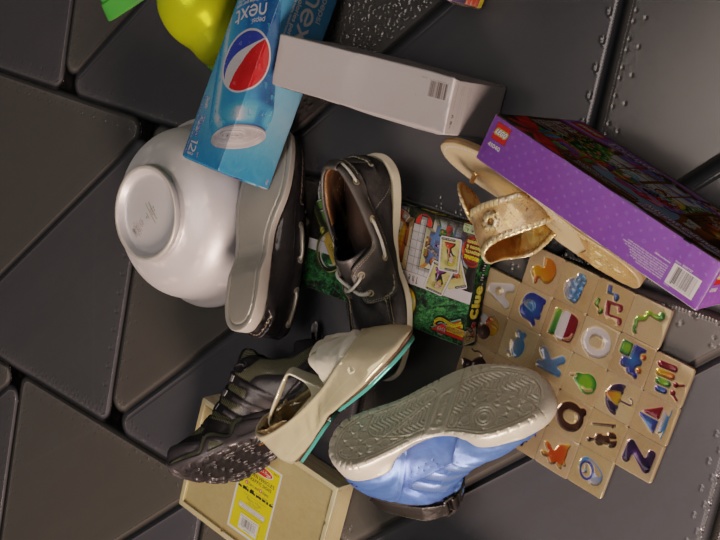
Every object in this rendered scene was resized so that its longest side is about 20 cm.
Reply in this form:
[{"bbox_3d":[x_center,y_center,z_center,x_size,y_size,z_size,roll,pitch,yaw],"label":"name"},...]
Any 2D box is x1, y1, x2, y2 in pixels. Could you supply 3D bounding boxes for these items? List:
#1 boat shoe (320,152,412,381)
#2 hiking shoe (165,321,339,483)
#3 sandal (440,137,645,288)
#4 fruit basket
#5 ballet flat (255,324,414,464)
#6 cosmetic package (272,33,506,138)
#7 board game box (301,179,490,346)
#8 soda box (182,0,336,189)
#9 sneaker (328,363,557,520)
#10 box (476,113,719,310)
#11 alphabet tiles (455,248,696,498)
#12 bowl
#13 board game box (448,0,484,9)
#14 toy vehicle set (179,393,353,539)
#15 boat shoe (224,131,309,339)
[{"bbox_3d":[0.000,0.000,0.973,0.071,0.067,0.204,-1,96,39],"label":"boat shoe"},{"bbox_3d":[-0.106,0.133,1.080,0.198,0.076,0.102,-28,54,8],"label":"hiking shoe"},{"bbox_3d":[0.126,-0.032,0.883,0.210,0.078,0.070,34,81,28],"label":"sandal"},{"bbox_3d":[-0.164,-0.308,1.098,0.212,0.157,0.218,12,137,12],"label":"fruit basket"},{"bbox_3d":[-0.030,0.098,0.953,0.200,0.069,0.070,-50,63,35],"label":"ballet flat"},{"bbox_3d":[0.022,-0.162,0.969,0.198,0.082,0.052,22,108,36],"label":"cosmetic package"},{"bbox_3d":[0.030,-0.011,1.005,0.198,0.023,0.107,19,106,39],"label":"board game box"},{"bbox_3d":[-0.094,-0.186,1.039,0.064,0.067,0.203,22,94,43],"label":"soda box"},{"bbox_3d":[0.082,0.152,0.944,0.197,0.112,0.078,-21,46,13],"label":"sneaker"},{"bbox_3d":[0.197,-0.048,0.799,0.199,0.136,0.040,39,116,30],"label":"box"},{"bbox_3d":[0.171,0.082,0.910,0.199,0.006,0.169,28,110,34],"label":"alphabet tiles"},{"bbox_3d":[-0.190,-0.060,1.139,0.199,0.090,0.205,2,93,38],"label":"bowl"},{"bbox_3d":[0.063,-0.349,0.942,0.164,0.056,0.203,32,111,34],"label":"board game box"},{"bbox_3d":[-0.100,0.227,1.122,0.198,0.026,0.126,27,108,35],"label":"toy vehicle set"},{"bbox_3d":[-0.081,-0.034,1.069,0.073,0.060,0.204,-8,71,46],"label":"boat shoe"}]
